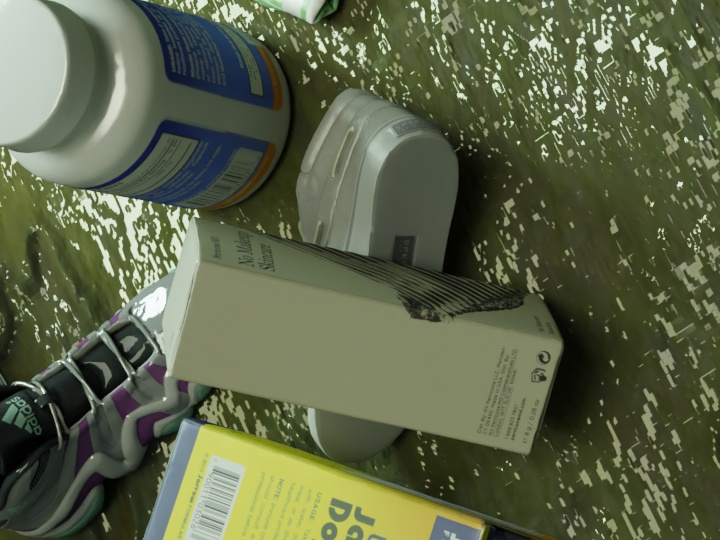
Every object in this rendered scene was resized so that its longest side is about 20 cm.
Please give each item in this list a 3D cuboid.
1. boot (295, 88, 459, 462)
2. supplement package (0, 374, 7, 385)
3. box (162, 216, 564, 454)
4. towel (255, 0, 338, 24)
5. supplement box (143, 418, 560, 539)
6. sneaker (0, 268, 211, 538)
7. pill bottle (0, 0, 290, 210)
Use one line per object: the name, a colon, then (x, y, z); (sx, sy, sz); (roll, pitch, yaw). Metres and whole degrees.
boot: (0.000, 0.000, 1.444); (0.096, 0.073, 0.201); (41, 121, 57)
supplement package: (-0.332, 0.043, 1.586); (0.111, 0.156, 0.200); (-45, 64, 20)
box: (0.000, 0.034, 1.355); (0.199, 0.082, 0.069); (13, 107, -12)
towel: (-0.067, -0.246, 1.529); (0.200, 0.023, 0.153); (30, 102, 30)
supplement box: (-0.008, 0.164, 1.391); (0.200, 0.109, 0.110); (16, 87, 32)
sneaker: (-0.172, 0.079, 1.490); (0.078, 0.140, 0.200); (44, 108, 28)
pill bottle: (-0.136, -0.099, 1.451); (0.112, 0.200, 0.112); (-4, 82, 32)
